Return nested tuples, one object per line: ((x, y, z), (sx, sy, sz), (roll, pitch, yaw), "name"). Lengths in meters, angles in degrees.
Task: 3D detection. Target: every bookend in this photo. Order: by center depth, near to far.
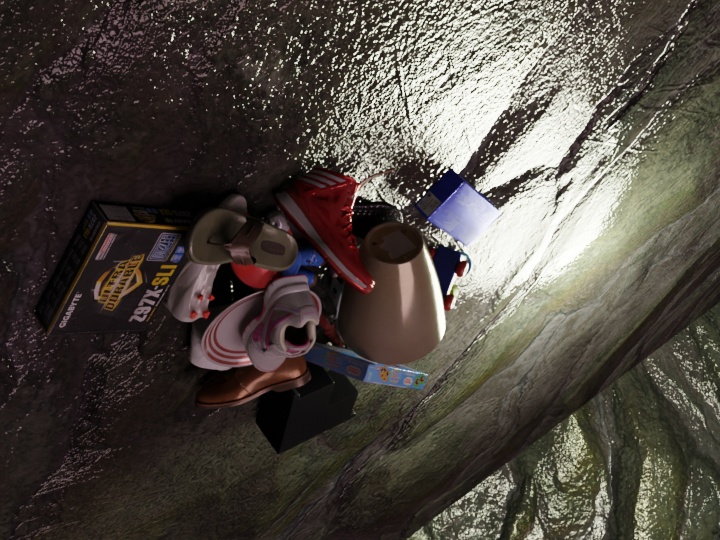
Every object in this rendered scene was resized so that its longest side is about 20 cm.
((-0.092, 0.241, 1.739), (0.199, 0.092, 0.200), (-21, 145, -32), "bookend")

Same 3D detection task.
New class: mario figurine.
((-0.138, -0.025, 1.349), (0.106, 0.124, 0.200), (-5, 174, 27), "mario figurine")

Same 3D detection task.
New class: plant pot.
((0.054, 0.021, 1.435), (0.187, 0.187, 0.200), (-27, 144, -22), "plant pot")

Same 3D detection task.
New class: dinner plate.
((-0.156, 0.084, 1.367), (0.200, 0.024, 0.200), (-20, 149, -13), "dinner plate")

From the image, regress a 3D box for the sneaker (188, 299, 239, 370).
((-0.193, 0.104, 1.456), (0.200, 0.074, 0.116), (-10, 143, -29), "sneaker")

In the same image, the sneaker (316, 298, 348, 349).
((-0.082, 0.131, 1.616), (0.098, 0.071, 0.200), (-35, 149, -8), "sneaker")

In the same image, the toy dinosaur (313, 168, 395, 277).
((-0.033, -0.083, 1.354), (0.106, 0.060, 0.200), (-10, 132, -43), "toy dinosaur")

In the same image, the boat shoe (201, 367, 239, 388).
((-0.189, 0.170, 1.553), (0.202, 0.075, 0.075), (-32, 161, 10), "boat shoe")

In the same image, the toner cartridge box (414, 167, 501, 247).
((0.183, -0.112, 1.607), (0.095, 0.043, 0.200), (-44, 151, 11), "toner cartridge box")

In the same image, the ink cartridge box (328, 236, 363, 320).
((0.000, 0.000, 1.559), (0.099, 0.039, 0.200), (-21, 145, -31), "ink cartridge box")

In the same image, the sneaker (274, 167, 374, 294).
((-0.023, -0.069, 1.277), (0.116, 0.200, 0.078), (-42, 180, -4), "sneaker")

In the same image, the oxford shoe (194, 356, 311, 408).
((-0.188, 0.178, 1.470), (0.200, 0.071, 0.071), (-18, 109, -7), "oxford shoe")

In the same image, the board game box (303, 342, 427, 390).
((0.004, 0.168, 1.547), (0.200, 0.151, 0.037), (20, 86, -55), "board game box")

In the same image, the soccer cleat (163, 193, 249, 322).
((-0.225, -0.023, 1.240), (0.069, 0.078, 0.200), (12, 104, -63), "soccer cleat")

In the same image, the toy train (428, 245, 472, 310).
((0.158, 0.051, 1.729), (0.116, 0.085, 0.200), (-4, 115, -66), "toy train")

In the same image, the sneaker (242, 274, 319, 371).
((-0.118, 0.099, 1.312), (0.081, 0.088, 0.200), (-9, 144, -29), "sneaker")

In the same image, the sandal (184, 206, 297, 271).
((-0.153, -0.039, 1.191), (0.201, 0.057, 0.080), (6, 96, -47), "sandal")

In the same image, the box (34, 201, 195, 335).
((-0.323, 0.001, 1.175), (0.160, 0.049, 0.200), (0, 133, -52), "box")

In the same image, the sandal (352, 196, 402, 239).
((-0.014, -0.093, 1.416), (0.200, 0.045, 0.075), (7, 123, -35), "sandal")
